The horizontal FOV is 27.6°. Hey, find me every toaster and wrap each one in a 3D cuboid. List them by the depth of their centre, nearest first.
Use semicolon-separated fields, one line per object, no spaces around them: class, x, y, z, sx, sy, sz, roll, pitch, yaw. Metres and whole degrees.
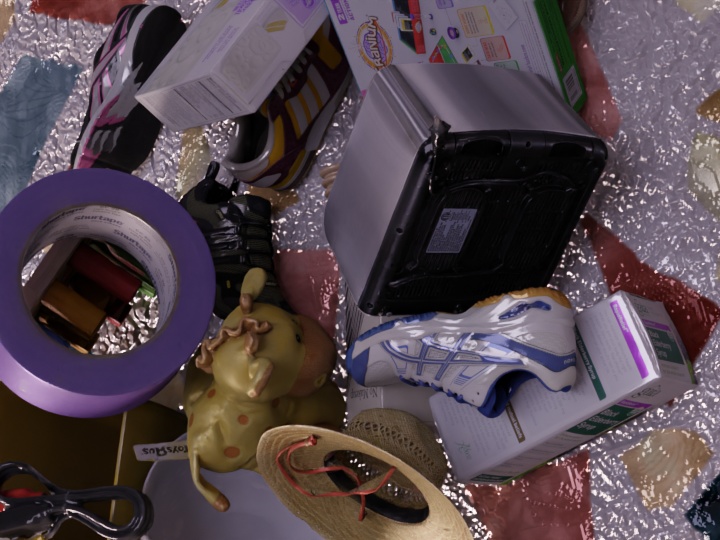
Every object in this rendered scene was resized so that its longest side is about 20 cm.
toaster;0.083;-0.068;1.175;0.119;0.180;0.201;58;139;41

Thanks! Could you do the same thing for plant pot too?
plant pot;-0.245;0.213;1.400;0.199;0.176;0.201;4;85;36

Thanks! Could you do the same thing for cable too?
cable;-0.262;0.210;1.293;0.199;0.050;0.098;-12;59;20

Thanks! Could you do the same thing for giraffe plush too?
giraffe plush;-0.086;0.090;1.259;0.173;0.199;0.163;50;135;29

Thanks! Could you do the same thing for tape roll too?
tape roll;-0.229;0.020;1.257;0.085;0.199;0.201;136;127;-65

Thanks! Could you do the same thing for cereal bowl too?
cereal bowl;-0.100;0.233;1.307;0.200;0.199;0.084;49;146;29

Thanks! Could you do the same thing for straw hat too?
straw hat;0.022;0.161;1.197;0.200;0.202;0.085;4;45;35

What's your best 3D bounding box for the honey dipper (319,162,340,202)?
honey dipper;0.000;0.000;1.352;0.038;0.038;0.201;-19;77;31

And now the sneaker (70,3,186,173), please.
sneaker;-0.251;-0.187;1.537;0.086;0.080;0.201;28;91;46

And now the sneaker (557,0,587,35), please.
sneaker;0.098;-0.235;1.284;0.199;0.075;0.071;5;74;35

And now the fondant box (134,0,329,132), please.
fondant box;-0.116;-0.207;1.362;0.145;0.058;0.200;-55;23;-17

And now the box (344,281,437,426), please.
box;0.031;0.037;1.286;0.082;0.068;0.201;156;115;-64

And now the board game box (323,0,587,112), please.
board game box;0.079;-0.195;1.264;0.199;0.040;0.154;-2;124;34

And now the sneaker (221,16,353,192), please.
sneaker;-0.067;-0.174;1.386;0.075;0.090;0.201;21;96;35

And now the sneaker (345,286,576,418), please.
sneaker;0.076;0.077;1.160;0.199;0.075;0.089;-16;75;30

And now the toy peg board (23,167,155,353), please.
toy peg board;-0.264;0.031;1.408;0.098;0.200;0.200;33;73;-4

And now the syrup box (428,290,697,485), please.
syrup box;0.163;0.099;1.193;0.199;0.079;0.082;-31;66;27

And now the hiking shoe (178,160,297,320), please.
hiking shoe;-0.117;-0.020;1.407;0.200;0.076;0.101;45;112;31
